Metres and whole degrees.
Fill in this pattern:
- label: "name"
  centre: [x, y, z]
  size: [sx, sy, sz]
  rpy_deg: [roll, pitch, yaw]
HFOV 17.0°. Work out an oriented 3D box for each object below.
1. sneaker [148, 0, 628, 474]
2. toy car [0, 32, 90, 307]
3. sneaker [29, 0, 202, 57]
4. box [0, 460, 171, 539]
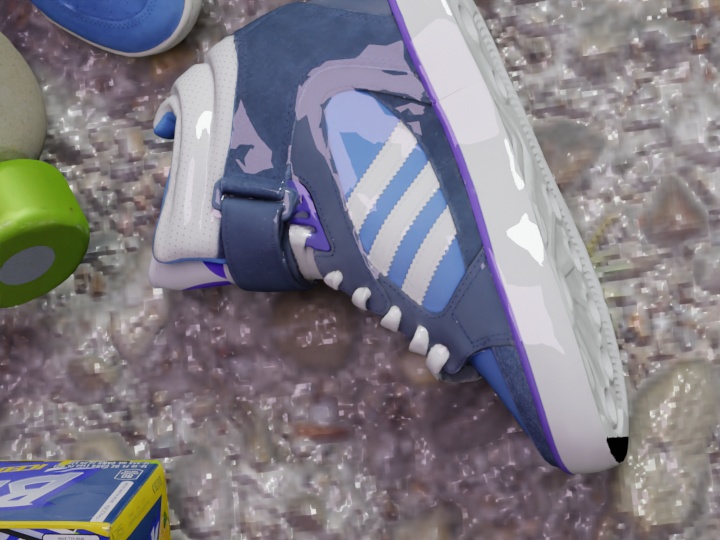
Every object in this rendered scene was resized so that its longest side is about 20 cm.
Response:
- label: "sneaker"
  centre: [0.000, 0.000, 0.867]
  size: [0.146, 0.081, 0.201]
  rpy_deg: [-24, 79, 15]
- label: "toy car"
  centre: [-0.227, -0.022, 0.905]
  size: [0.200, 0.157, 0.165]
  rpy_deg: [-45, 59, 28]
- label: "sneaker"
  centre: [-0.149, -0.150, 0.884]
  size: [0.077, 0.111, 0.200]
  rpy_deg: [-40, 89, 25]
- label: "box"
  centre: [-0.172, 0.109, 0.873]
  size: [0.199, 0.070, 0.065]
  rpy_deg: [0, 105, 12]
